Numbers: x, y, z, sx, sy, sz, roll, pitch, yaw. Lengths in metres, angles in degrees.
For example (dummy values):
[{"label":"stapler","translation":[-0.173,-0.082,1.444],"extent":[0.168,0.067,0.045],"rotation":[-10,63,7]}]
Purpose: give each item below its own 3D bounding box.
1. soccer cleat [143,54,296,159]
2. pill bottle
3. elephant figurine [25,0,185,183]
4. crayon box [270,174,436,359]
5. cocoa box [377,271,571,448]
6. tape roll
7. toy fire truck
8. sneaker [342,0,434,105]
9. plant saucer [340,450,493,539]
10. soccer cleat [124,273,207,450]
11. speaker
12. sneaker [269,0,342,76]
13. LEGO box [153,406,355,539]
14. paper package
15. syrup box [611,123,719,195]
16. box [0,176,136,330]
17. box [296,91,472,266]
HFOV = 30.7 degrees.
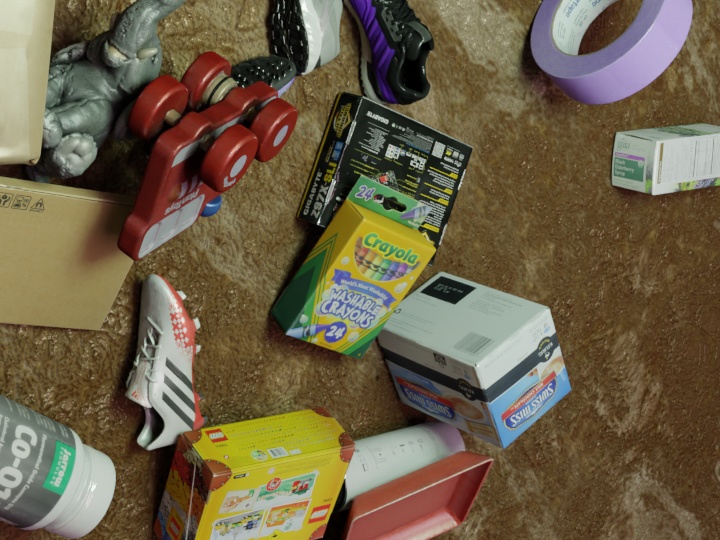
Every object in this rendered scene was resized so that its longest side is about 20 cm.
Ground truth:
[{"label":"soccer cleat","translation":[-0.147,-0.160,1.426],"extent":[0.200,0.068,0.073],"rotation":[-42,141,-23]},{"label":"pill bottle","translation":[-0.351,0.193,1.318],"extent":[0.200,0.113,0.114],"rotation":[34,80,-39]},{"label":"elephant figurine","translation":[-0.246,-0.181,1.276],"extent":[0.200,0.155,0.142],"rotation":[-40,121,-23]},{"label":"crayon box","translation":[0.000,0.000,1.545],"extent":[0.125,0.052,0.200],"rotation":[21,109,-41]},{"label":"cocoa box","translation":[0.138,0.108,1.632],"extent":[0.133,0.200,0.132],"rotation":[-35,123,-27]},{"label":"tape roll","translation":[0.315,-0.312,1.660],"extent":[0.066,0.200,0.201],"rotation":[35,80,-38]},{"label":"toy fire truck","translation":[-0.159,-0.110,1.308],"extent":[0.200,0.112,0.168],"rotation":[-42,164,-54]},{"label":"sneaker","translation":[0.041,-0.284,1.511],"extent":[0.069,0.099,0.201],"rotation":[-31,120,-31]},{"label":"plant saucer","translation":[0.057,0.303,1.655],"extent":[0.199,0.037,0.200],"rotation":[-21,151,-21]},{"label":"soccer cleat","translation":[-0.220,0.103,1.431],"extent":[0.085,0.068,0.201],"rotation":[-24,121,-37]},{"label":"speaker","translation":[0.037,0.245,1.667],"extent":[0.199,0.081,0.082],"rotation":[-10,108,-37]},{"label":"sneaker","translation":[-0.058,-0.320,1.449],"extent":[0.079,0.074,0.201],"rotation":[-24,122,-42]},{"label":"LEGO box","translation":[-0.121,0.250,1.514],"extent":[0.199,0.077,0.150],"rotation":[-5,127,-38]},{"label":"paper package","translation":[-0.356,-0.206,1.153],"extent":[0.103,0.190,0.201],"rotation":[-1,103,-40]},{"label":"syrup box","translation":[0.458,-0.163,1.896],"extent":[0.199,0.079,0.082],"rotation":[-11,109,-37]},{"label":"box","translation":[-0.320,-0.013,1.306],"extent":[0.199,0.021,0.164],"rotation":[7,124,-41]},{"label":"box","translation":[0.033,-0.108,1.588],"extent":[0.199,0.049,0.160],"rotation":[18,93,-41]}]
